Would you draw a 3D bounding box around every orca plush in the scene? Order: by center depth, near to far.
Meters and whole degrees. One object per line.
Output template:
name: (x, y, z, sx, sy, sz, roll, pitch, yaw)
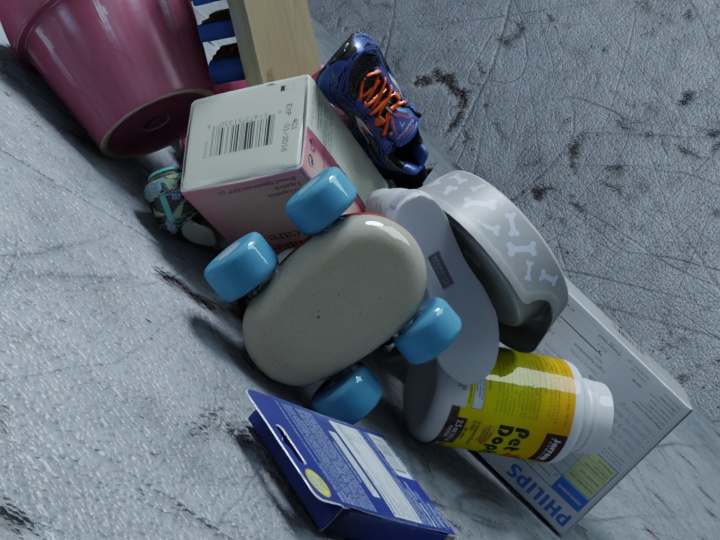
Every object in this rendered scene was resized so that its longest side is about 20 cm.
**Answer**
orca plush: (0.022, -0.096, 1.438, 0.200, 0.105, 0.071, 30, 35, -61)

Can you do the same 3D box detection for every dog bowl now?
dog bowl: (0.124, -0.013, 1.272, 0.200, 0.059, 0.200, 46, -13, 15)

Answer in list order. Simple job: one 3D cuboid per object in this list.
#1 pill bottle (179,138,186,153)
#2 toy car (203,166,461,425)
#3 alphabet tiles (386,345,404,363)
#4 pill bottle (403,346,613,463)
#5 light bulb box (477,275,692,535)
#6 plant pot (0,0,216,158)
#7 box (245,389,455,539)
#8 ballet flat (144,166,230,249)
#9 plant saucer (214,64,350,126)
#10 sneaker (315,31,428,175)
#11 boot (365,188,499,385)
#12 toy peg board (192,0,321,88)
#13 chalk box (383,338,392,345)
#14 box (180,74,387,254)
pill bottle: (-0.138, -0.140, 1.481, 0.114, 0.114, 0.200, 27, 19, -51)
toy car: (-0.034, 0.016, 1.193, 0.184, 0.177, 0.200, 51, -2, -12)
alphabet tiles: (0.115, 0.064, 1.478, 0.200, 0.167, 0.008, -47, 117, -79)
pill bottle: (0.152, 0.135, 1.318, 0.200, 0.109, 0.109, 12, 23, -17)
light bulb box: (0.227, 0.147, 1.448, 0.198, 0.200, 0.125, 44, 11, 4)
plant pot: (-0.238, -0.221, 1.303, 0.179, 0.200, 0.200, 62, 17, 13)
box: (-0.014, 0.163, 1.029, 0.200, 0.032, 0.121, 30, 17, -51)
ballet flat: (-0.151, -0.053, 1.295, 0.074, 0.074, 0.200, 47, 15, 19)
plant saucer: (-0.063, -0.175, 1.373, 0.201, 0.200, 0.051, -90, 177, -69)
sneaker: (0.022, -0.158, 1.246, 0.078, 0.075, 0.200, 35, -8, 29)
boot: (0.066, 0.010, 1.241, 0.200, 0.074, 0.096, 70, -15, -16)
toy peg board: (-0.130, -0.274, 1.304, 0.199, 0.098, 0.200, -55, 134, -66)
chalk box: (0.000, 0.000, 1.415, 0.124, 0.124, 0.200, 47, 12, 16)
box: (-0.068, -0.079, 1.254, 0.200, 0.128, 0.109, 50, 36, -52)
